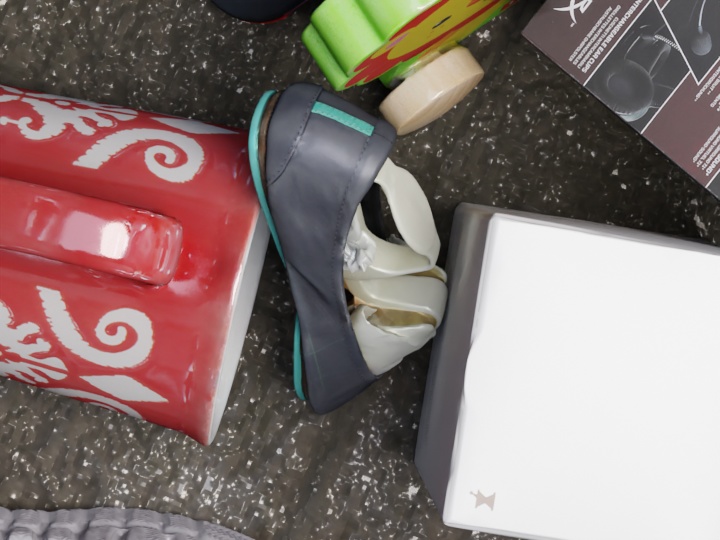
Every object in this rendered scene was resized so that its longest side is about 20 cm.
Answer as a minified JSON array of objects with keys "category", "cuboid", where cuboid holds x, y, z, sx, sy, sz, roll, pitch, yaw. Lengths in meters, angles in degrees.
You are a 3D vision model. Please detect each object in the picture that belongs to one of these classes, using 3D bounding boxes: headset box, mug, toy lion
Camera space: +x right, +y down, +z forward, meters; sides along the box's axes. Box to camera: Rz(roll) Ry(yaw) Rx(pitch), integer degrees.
[{"category":"headset box","cuboid":[0.176,-0.049,1.173,0.200,0.149,0.077,42,99,17]},{"category":"mug","cuboid":[-0.139,-0.028,1.217,0.199,0.178,0.134,14,58,2]},{"category":"toy lion","cuboid":[0.064,-0.133,1.187,0.200,0.192,0.069,-34,86,-11]}]

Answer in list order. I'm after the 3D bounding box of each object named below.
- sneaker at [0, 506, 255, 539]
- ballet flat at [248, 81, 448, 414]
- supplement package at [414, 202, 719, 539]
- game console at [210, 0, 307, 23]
[{"category":"sneaker","cuboid":[-0.125,0.163,1.275,0.199,0.078,0.113,5,101,2]},{"category":"ballet flat","cuboid":[0.000,0.000,1.210,0.073,0.200,0.073,-3,54,5]},{"category":"supplement package","cuboid":[0.093,0.042,1.206,0.119,0.200,0.122,9,93,-2]},{"category":"game console","cuboid":[-0.030,-0.211,1.218,0.200,0.031,0.177,-30,95,40]}]
